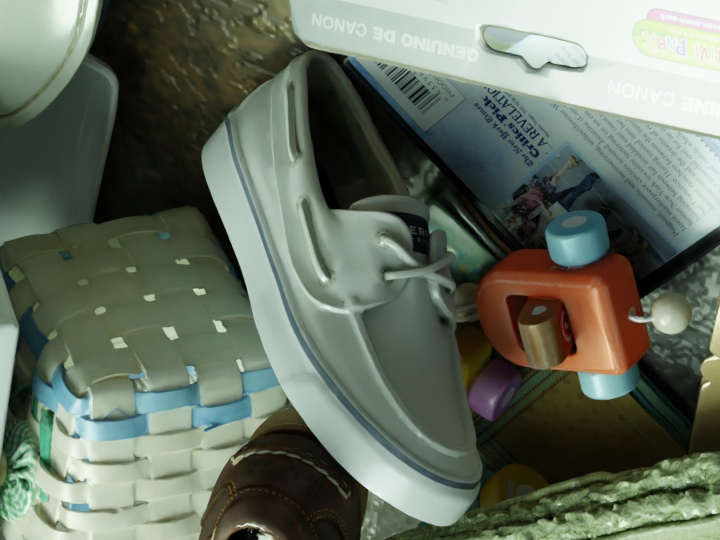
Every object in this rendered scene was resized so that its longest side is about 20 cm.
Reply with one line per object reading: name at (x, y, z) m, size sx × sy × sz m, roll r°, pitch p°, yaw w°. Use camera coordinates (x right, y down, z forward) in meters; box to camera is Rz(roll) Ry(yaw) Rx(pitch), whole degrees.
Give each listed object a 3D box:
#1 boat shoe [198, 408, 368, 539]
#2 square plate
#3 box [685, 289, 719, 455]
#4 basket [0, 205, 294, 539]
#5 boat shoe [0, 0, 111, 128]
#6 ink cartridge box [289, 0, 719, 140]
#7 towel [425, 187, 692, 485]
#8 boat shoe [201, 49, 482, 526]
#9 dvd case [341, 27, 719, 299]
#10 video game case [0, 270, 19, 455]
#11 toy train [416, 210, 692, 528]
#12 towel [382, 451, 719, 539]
boat shoe at (-0.037, 0.148, 1.030) m, size 0.070 × 0.070 × 0.201 m, roll 9°, pitch 124°, yaw 10°
square plate at (-0.192, -0.054, 1.196) m, size 0.197 × 0.028 × 0.201 m, roll 26°, pitch 134°, yaw 14°
box at (0.214, 0.098, 1.030) m, size 0.199 × 0.021 × 0.164 m, roll 19°, pitch 129°, yaw 16°
basket at (-0.092, 0.088, 1.138) m, size 0.176 × 0.138 × 0.201 m, roll -127°, pitch 28°, yaw -53°
boat shoe at (-0.113, -0.140, 1.050) m, size 0.075 × 0.062 × 0.201 m, roll 27°, pitch 132°, yaw 10°
ink cartridge box at (0.071, -0.147, 0.884) m, size 0.199 × 0.084 × 0.177 m, roll 16°, pitch 125°, yaw 30°
towel at (0.064, 0.068, 1.126) m, size 0.200 × 0.022 × 0.147 m, roll 45°, pitch 136°, yaw -6°
boat shoe at (0.000, 0.000, 1.019) m, size 0.065 × 0.073 × 0.201 m, roll -48°, pitch 52°, yaw 27°
dvd case at (0.098, -0.074, 0.992) m, size 0.143 × 0.018 × 0.200 m, roll 46°, pitch 135°, yaw -6°
video game case at (-0.173, 0.000, 1.100) m, size 0.144 × 0.018 × 0.201 m, roll 105°, pitch 151°, yaw -43°
toy train at (0.059, 0.074, 1.062) m, size 0.150 × 0.056 × 0.201 m, roll 9°, pitch 123°, yaw 36°
towel at (0.085, 0.144, 1.060) m, size 0.199 × 0.037 × 0.149 m, roll -16°, pitch 124°, yaw 21°
